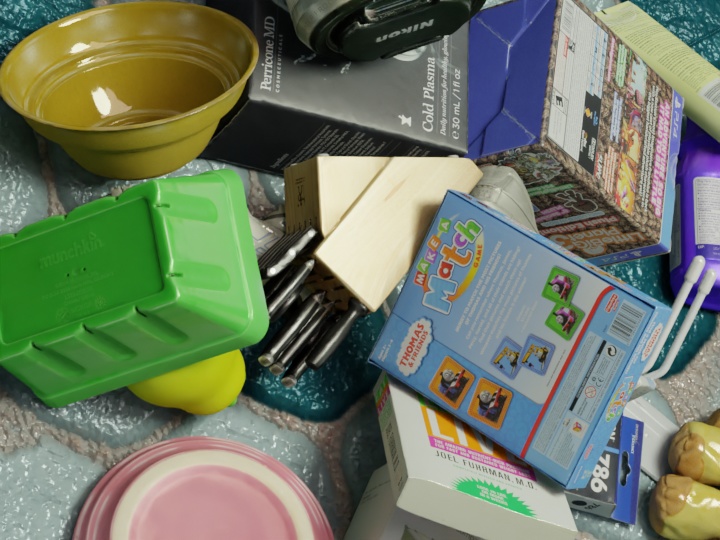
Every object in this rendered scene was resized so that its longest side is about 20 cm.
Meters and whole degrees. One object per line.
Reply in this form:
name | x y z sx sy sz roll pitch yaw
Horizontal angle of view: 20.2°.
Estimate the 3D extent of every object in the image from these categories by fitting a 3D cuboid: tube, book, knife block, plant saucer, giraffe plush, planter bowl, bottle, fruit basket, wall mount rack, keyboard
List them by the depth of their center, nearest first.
plant saucer | -0.111 0.209 1.478 0.200 0.051 0.201 7 61 -12
fruit basket | -0.156 0.026 1.496 0.215 0.216 0.156 -3 72 -29
book | 0.080 0.144 1.524 0.133 0.048 0.200 21 18 -13
planter bowl | -0.174 -0.127 1.564 0.200 0.084 0.200 -3 36 2
knife block | 0.000 0.000 1.573 0.200 0.064 0.176 -1 85 -27
wall mount rack | 0.210 0.061 1.598 0.174 0.200 0.075 -25 81 11
giraffe plush | 0.370 0.196 1.699 0.200 0.162 0.173 36 62 -13
keyboard | 0.204 0.109 1.745 0.200 0.011 0.056 39 62 -9
bottle | 0.323 -0.065 1.844 0.083 0.065 0.200 11 65 -20
tube | 0.287 -0.185 1.853 0.200 0.052 0.058 44 9 30

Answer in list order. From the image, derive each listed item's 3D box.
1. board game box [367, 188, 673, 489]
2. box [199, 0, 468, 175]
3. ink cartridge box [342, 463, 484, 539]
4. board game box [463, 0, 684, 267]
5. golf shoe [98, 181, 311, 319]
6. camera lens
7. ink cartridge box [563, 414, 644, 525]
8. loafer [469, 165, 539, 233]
board game box | 0.116 0.049 1.518 0.200 0.151 0.037 32 13 30
box | -0.021 -0.182 1.673 0.196 0.124 0.200 11 65 -22
ink cartridge box | 0.049 0.260 1.551 0.144 0.085 0.200 33 57 -12
board game box | 0.180 -0.118 1.727 0.200 0.097 0.160 35 54 -41
golf shoe | -0.111 -0.012 1.584 0.200 0.078 0.097 14 70 -22
camera lens | 0.006 -0.273 1.554 0.160 0.160 0.200 -9 74 -31
ink cartridge box | 0.158 0.140 1.683 0.200 0.039 0.100 17 64 -21
loafer | 0.132 0.006 1.665 0.200 0.070 0.070 58 36 -29
